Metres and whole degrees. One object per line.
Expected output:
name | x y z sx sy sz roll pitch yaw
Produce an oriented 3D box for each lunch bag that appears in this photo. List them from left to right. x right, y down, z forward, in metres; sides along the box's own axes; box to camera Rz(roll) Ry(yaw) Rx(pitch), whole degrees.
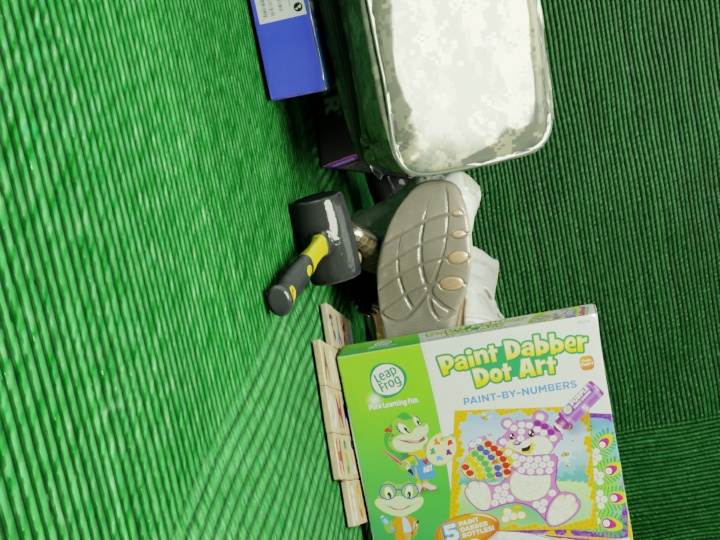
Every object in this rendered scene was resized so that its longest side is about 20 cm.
lunch bag | 0.043 -0.169 1.062 0.168 0.139 0.201 -150 -133 -71

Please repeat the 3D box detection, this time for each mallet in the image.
mallet | -0.033 0.004 0.968 0.200 0.041 0.066 -73 149 -68

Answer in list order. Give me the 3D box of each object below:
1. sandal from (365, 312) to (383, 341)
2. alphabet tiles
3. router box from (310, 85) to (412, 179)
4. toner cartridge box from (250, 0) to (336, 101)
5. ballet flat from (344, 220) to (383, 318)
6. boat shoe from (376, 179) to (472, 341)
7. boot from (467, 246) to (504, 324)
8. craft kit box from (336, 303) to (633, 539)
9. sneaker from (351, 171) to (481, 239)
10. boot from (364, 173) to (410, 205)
sandal | 0.041 0.046 1.406 0.201 0.080 0.054 -91 -175 -46
alphabet tiles | -0.011 0.110 1.113 0.200 0.007 0.168 48 33 -79
router box | 0.011 -0.189 1.312 0.149 0.051 0.201 3 75 -54
toner cartridge box | -0.045 -0.186 1.105 0.200 0.043 0.096 -70 151 -78
ballet flat | 0.000 0.000 1.205 0.046 0.067 0.200 -54 165 -7
boat shoe | 0.050 0.026 1.147 0.072 0.075 0.201 -50 148 -77
boot | 0.120 0.036 1.405 0.200 0.073 0.096 48 44 -71
craft kit box | 0.098 0.139 1.103 0.049 0.199 0.199 -47 126 -80
sneaker | 0.053 -0.047 1.264 0.100 0.078 0.200 -62 -157 -10
boot | 0.015 -0.135 1.452 0.201 0.065 0.165 62 4 -22
